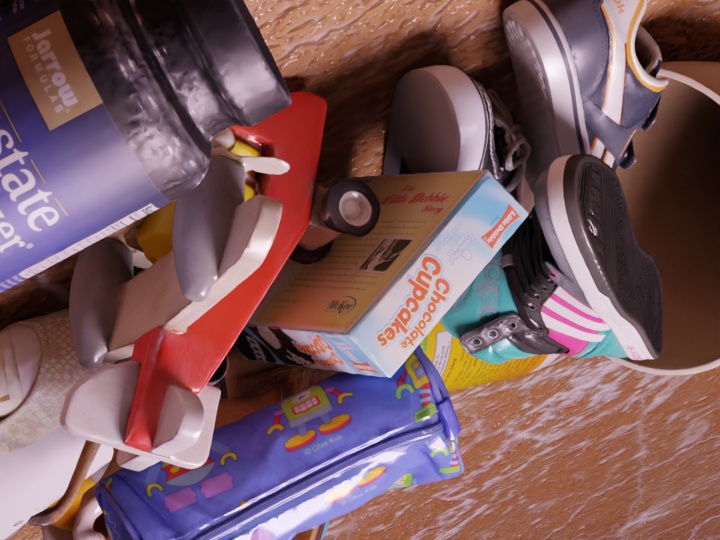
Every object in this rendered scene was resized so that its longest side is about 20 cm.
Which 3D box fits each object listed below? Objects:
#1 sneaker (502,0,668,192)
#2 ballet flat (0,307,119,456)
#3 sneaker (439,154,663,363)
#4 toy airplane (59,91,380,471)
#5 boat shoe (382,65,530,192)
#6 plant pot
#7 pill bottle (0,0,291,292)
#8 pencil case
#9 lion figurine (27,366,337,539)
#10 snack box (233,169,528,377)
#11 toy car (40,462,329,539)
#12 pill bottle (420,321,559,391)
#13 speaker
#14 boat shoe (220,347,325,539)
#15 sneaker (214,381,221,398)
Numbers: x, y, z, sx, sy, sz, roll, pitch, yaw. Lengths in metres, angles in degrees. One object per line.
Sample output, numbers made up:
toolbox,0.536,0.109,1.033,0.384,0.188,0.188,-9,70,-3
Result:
sneaker,0.131,-0.093,1.315,0.079,0.079,0.200,-28,153,-9
ballet flat,-0.222,0.077,1.332,0.200,0.068,0.062,-33,148,24
sneaker,0.094,-0.004,1.308,0.120,0.084,0.200,-3,154,18
toy airplane,-0.098,0.001,1.183,0.200,0.141,0.199,-47,-167,20
boat shoe,0.059,-0.066,1.319,0.068,0.074,0.199,-19,159,-12
plant pot,0.228,-0.054,1.448,0.200,0.187,0.187,-23,164,-49
pill bottle,-0.137,-0.064,1.031,0.200,0.112,0.112,-28,160,4
pencil case,-0.040,0.109,1.224,0.200,0.078,0.087,-25,-161,-9
lion figurine,-0.080,0.097,1.307,0.199,0.123,0.072,6,163,-3
snack box,0.000,0.000,1.264,0.116,0.037,0.200,-49,-162,-15
toy car,-0.108,0.160,1.553,0.200,0.150,0.175,-15,156,-29
pill bottle,0.066,0.017,1.475,0.200,0.111,0.111,-10,154,-37
speaker,-0.173,0.083,1.389,0.200,0.081,0.081,-36,158,24
boat shoe,-0.049,0.093,1.394,0.070,0.200,0.070,-8,157,12
sneaker,-0.059,0.103,1.455,0.200,0.074,0.080,-19,-158,-26
